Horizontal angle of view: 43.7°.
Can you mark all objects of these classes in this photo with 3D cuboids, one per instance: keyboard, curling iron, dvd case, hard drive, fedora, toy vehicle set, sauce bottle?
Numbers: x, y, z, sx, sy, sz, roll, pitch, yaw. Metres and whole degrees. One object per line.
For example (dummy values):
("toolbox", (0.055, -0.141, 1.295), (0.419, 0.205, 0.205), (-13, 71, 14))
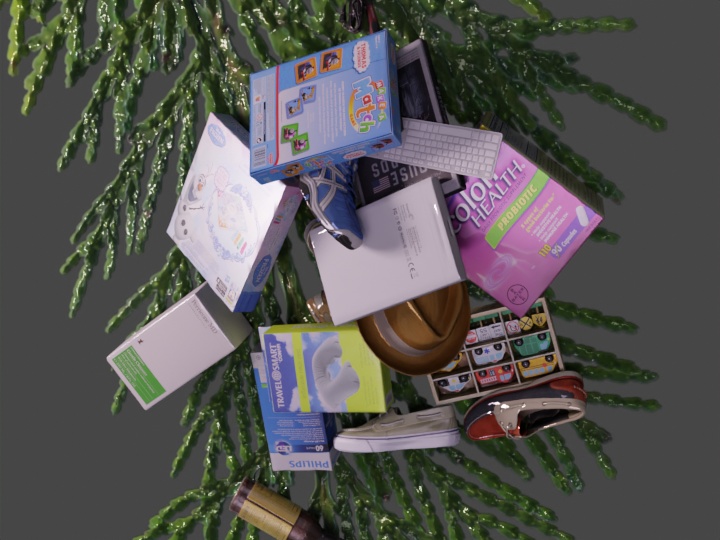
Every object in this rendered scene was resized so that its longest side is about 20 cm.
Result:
("keyboard", (0.085, -0.158, 1.122), (0.197, 0.011, 0.057), (15, 98, 33))
("curling iron", (0.020, -0.266, 1.157), (0.049, 0.025, 0.203), (-25, 74, 18))
("dvd case", (0.048, -0.176, 1.169), (0.149, 0.025, 0.204), (-21, 78, 32))
("hard drive", (0.031, -0.021, 1.152), (0.198, 0.027, 0.134), (-21, 80, 32))
("fedora", (0.083, 0.038, 1.210), (0.201, 0.201, 0.082), (49, 156, -7))
("toy vehicle set", (0.186, 0.114, 1.297), (0.197, 0.027, 0.126), (-15, 105, 18))
("sauce bottle", (-0.116, 0.410, 1.455), (0.198, 0.065, 0.065), (31, 113, 2))

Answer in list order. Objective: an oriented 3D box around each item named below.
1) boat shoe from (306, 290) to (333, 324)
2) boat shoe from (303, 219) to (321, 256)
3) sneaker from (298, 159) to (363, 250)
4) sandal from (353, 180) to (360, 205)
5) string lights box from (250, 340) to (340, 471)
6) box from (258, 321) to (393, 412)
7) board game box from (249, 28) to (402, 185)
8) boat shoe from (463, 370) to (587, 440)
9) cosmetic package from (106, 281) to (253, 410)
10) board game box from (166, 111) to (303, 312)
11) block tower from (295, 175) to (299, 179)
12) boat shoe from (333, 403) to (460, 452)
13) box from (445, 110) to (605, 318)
("boat shoe", (-0.021, 0.124, 1.325), (0.075, 0.072, 0.203), (-22, 93, 7))
("boat shoe", (0.000, 0.000, 1.277), (0.075, 0.068, 0.200), (-41, 105, 2))
("sneaker", (-0.037, -0.121, 1.150), (0.076, 0.076, 0.203), (-27, 70, 11))
("sandal", (0.013, -0.135, 1.242), (0.201, 0.050, 0.084), (-24, 88, 33))
("string lights box", (-0.098, 0.206, 1.381), (0.101, 0.059, 0.204), (-3, 108, 15))
("box", (-0.057, 0.138, 1.283), (0.196, 0.048, 0.124), (-4, 101, 19))
("board game box", (-0.048, -0.204, 1.127), (0.197, 0.037, 0.154), (-13, 65, 22))
("boat shoe", (0.233, 0.207, 1.285), (0.198, 0.063, 0.071), (-26, 129, 27))
("cosmetic package", (-0.276, 0.111, 1.377), (0.199, 0.085, 0.108), (-35, 97, 23))
("board game box", (-0.179, -0.083, 1.250), (0.200, 0.043, 0.201), (44, 120, 35))
("block tower", (-0.088, -0.138, 1.259), (0.057, 0.054, 0.201), (33, 114, -1))
("boat shoe", (0.054, 0.239, 1.361), (0.196, 0.072, 0.063), (-7, 83, 12))
("box", (0.191, -0.075, 1.190), (0.199, 0.097, 0.177), (37, 114, -1))
